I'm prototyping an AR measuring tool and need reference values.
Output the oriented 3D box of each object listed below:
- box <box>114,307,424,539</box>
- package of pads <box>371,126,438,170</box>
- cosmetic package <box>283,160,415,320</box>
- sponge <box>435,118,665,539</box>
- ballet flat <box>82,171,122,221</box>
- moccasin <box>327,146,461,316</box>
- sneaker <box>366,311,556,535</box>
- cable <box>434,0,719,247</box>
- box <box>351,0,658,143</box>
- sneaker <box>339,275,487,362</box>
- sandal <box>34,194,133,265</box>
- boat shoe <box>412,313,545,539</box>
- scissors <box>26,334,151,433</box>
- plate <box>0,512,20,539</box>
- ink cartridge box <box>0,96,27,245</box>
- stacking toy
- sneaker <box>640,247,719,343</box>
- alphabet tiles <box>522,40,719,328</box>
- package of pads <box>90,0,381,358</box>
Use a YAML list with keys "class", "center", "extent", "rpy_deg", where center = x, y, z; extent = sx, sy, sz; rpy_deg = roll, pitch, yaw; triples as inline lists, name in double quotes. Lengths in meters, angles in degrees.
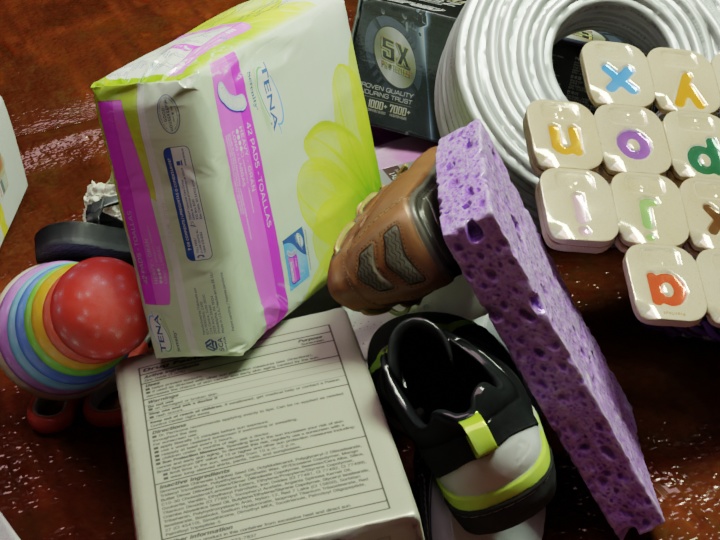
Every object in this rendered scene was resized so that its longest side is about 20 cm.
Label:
- class: "box"
  center: [-0.043, 0.122, 0.904]
  extent: [0.128, 0.109, 0.200]
  rpy_deg: [-13, 28, -4]
- class: "package of pads"
  center: [-0.027, -0.068, 1.285]
  extent: [0.120, 0.076, 0.200]
  rpy_deg: [-22, 31, -25]
- class: "cosmetic package"
  center: [0.000, 0.000, 1.142]
  extent: [0.200, 0.090, 0.107]
  rpy_deg: [-14, 32, -14]
- class: "sponge"
  center: [0.095, 0.031, 0.937]
  extent: [0.030, 0.200, 0.112]
  rpy_deg: [-26, 24, 12]
- class: "ballet flat"
  center: [-0.125, -0.064, 1.233]
  extent: [0.200, 0.072, 0.072]
  rpy_deg: [-22, 15, 41]
- class: "moccasin"
  center: [0.029, -0.016, 0.993]
  extent: [0.078, 0.074, 0.201]
  rpy_deg: [-26, 10, 19]
- class: "sneaker"
  center: [0.043, 0.049, 0.897]
  extent: [0.072, 0.083, 0.200]
  rpy_deg: [-29, 26, -4]
- class: "cable"
  center: [0.147, -0.111, 1.099]
  extent: [0.200, 0.069, 0.200]
  rpy_deg: [-42, 81, -17]
- class: "box"
  center: [0.108, -0.131, 1.256]
  extent: [0.200, 0.086, 0.164]
  rpy_deg: [17, 17, 16]
- class: "sneaker"
  center: [0.002, 0.052, 1.048]
  extent: [0.200, 0.075, 0.088]
  rpy_deg: [-27, 18, -11]
- class: "sandal"
  center: [-0.140, -0.025, 1.185]
  extent: [0.076, 0.043, 0.200]
  rpy_deg: [-10, -4, 29]
- class: "boat shoe"
  center: [0.058, 0.101, 0.971]
  extent: [0.057, 0.069, 0.200]
  rpy_deg: [-35, 23, 30]
- class: "scissors"
  center: [-0.150, 0.045, 1.180]
  extent: [0.073, 0.014, 0.200]
  rpy_deg: [-2, 30, 16]
- class: "plate"
  center: [-0.284, 0.169, 0.975]
  extent: [0.199, 0.032, 0.200]
  rpy_deg: [-21, 30, -21]
- class: "ink cartridge box"
  center: [-0.337, -0.044, 1.330]
  extent: [0.145, 0.083, 0.200]
  rpy_deg: [-7, 28, 6]
- class: "stacking toy"
  center: [-0.157, 0.029, 1.027]
  extent: [0.085, 0.085, 0.200]
  rpy_deg: [-19, 1, -16]
- class: "sneaker"
  center: [0.208, 0.024, 1.067]
  extent: [0.083, 0.081, 0.200]
  rpy_deg: [-23, 19, 2]
- class: "alphabet tiles"
  center: [0.189, -0.047, 1.007]
  extent: [0.200, 0.015, 0.196]
  rpy_deg: [3, 52, -14]
- class: "package of pads"
  center: [-0.060, -0.060, 0.990]
  extent: [0.068, 0.155, 0.200]
  rpy_deg: [-4, 18, 25]
